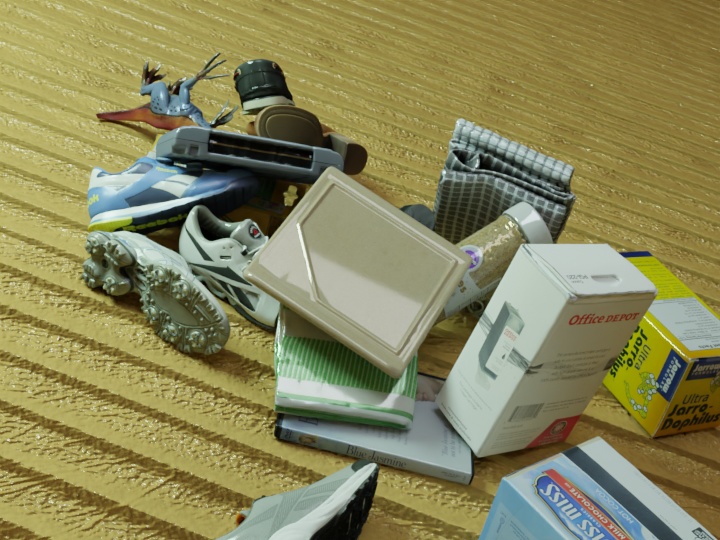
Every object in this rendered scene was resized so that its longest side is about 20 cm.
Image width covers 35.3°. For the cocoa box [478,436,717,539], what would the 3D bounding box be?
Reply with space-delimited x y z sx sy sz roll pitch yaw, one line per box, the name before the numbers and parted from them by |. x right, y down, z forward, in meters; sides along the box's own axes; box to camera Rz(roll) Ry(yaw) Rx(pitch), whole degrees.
cocoa box | 0.202 0.260 0.918 0.130 0.135 0.200 -12 41 -38

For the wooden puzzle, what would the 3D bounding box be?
wooden puzzle | 0.000 0.000 1.147 0.184 0.037 0.201 33 48 5

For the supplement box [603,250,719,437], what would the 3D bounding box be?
supplement box | 0.332 0.079 1.295 0.107 0.111 0.201 -3 36 -30

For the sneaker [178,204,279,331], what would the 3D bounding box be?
sneaker | -0.114 -0.004 1.219 0.198 0.089 0.074 26 39 14

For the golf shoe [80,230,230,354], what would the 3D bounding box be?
golf shoe | -0.195 0.011 1.176 0.199 0.079 0.097 34 29 24

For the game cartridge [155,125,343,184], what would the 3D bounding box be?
game cartridge | -0.131 -0.132 1.306 0.197 0.041 0.133 8 -5 -21

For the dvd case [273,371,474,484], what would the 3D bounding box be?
dvd case | 0.017 0.139 1.131 0.197 0.018 0.143 14 32 -5

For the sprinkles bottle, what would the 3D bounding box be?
sprinkles bottle | 0.118 0.002 1.260 0.198 0.069 0.068 -32 47 -10

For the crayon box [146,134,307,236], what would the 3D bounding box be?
crayon box | -0.168 -0.093 1.371 0.197 0.052 0.126 15 31 -3

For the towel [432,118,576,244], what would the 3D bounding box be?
towel | 0.169 -0.074 1.382 0.164 0.201 0.086 25 66 11

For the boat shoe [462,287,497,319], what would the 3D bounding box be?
boat shoe | 0.108 0.019 1.333 0.199 0.073 0.064 31 77 15

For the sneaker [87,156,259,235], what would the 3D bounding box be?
sneaker | -0.212 -0.094 1.267 0.197 0.074 0.083 -11 70 -14

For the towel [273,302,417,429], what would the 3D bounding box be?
towel | -0.015 0.059 1.134 0.150 0.024 0.203 9 54 -13

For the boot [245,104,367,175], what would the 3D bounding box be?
boot | -0.103 -0.177 1.479 0.154 0.075 0.199 25 3 41

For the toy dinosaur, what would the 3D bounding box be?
toy dinosaur | -0.222 -0.189 1.456 0.105 0.199 0.183 37 18 -48

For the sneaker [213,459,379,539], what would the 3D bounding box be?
sneaker | -0.051 0.206 0.940 0.079 0.075 0.199 27 32 26

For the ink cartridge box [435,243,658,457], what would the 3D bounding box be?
ink cartridge box | 0.182 0.076 1.115 0.144 0.202 0.085 -2 40 -42

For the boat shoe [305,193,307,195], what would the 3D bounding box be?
boat shoe | -0.024 -0.016 1.309 0.068 0.057 0.202 -21 48 13

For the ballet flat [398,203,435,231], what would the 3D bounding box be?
ballet flat | 0.017 0.002 1.230 0.066 0.057 0.200 42 59 4

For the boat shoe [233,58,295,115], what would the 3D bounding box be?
boat shoe | -0.126 -0.236 1.477 0.072 0.064 0.201 -11 3 -1
